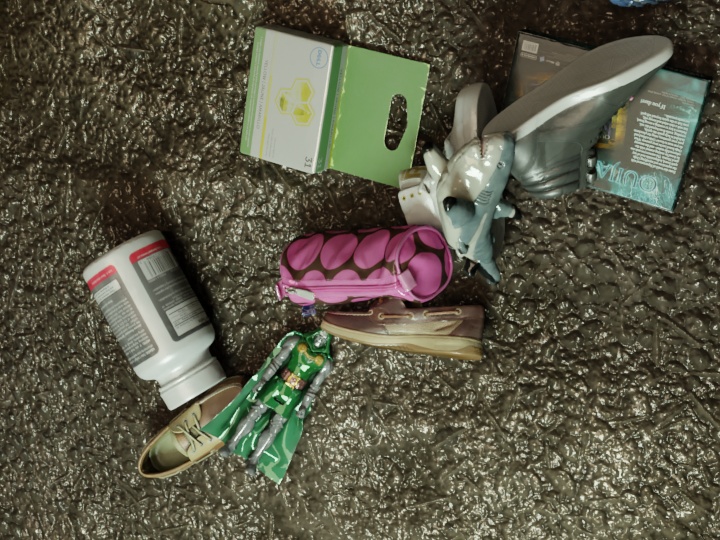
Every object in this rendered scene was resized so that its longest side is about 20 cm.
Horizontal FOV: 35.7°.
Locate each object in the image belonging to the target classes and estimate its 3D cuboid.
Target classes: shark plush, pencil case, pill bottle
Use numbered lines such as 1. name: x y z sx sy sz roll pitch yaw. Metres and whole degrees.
1. shark plush: 0.124 -0.047 1.105 0.082 0.091 0.202 -17 126 0
2. pencil case: 0.000 0.000 1.223 0.198 0.093 0.092 -7 105 43
3. pill bottle: -0.246 0.063 1.370 0.110 0.110 0.202 -29 90 28

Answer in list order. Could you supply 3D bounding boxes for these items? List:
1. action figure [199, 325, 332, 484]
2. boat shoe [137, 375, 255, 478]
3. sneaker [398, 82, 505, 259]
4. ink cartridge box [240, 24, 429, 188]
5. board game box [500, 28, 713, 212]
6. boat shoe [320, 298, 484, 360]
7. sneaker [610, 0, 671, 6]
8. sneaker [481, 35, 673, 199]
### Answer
1. action figure: -0.093 0.146 1.336 0.117 0.055 0.202 32 98 -8
2. boat shoe: -0.206 0.207 1.409 0.199 0.074 0.076 -40 85 28
3. sneaker: 0.087 -0.104 1.168 0.114 0.074 0.203 11 128 24
4. ink cartridge box: -0.032 -0.179 1.244 0.197 0.048 0.148 18 110 23
5. board game box: 0.239 -0.152 1.131 0.197 0.028 0.137 20 113 20
6. boat shoe: 0.048 0.054 1.261 0.197 0.072 0.073 5 83 31
7. sneaker: 0.314 -0.317 1.038 0.198 0.077 0.086 -28 81 21
8. sneaker: 0.224 -0.145 1.092 0.198 0.071 0.100 -31 120 11
